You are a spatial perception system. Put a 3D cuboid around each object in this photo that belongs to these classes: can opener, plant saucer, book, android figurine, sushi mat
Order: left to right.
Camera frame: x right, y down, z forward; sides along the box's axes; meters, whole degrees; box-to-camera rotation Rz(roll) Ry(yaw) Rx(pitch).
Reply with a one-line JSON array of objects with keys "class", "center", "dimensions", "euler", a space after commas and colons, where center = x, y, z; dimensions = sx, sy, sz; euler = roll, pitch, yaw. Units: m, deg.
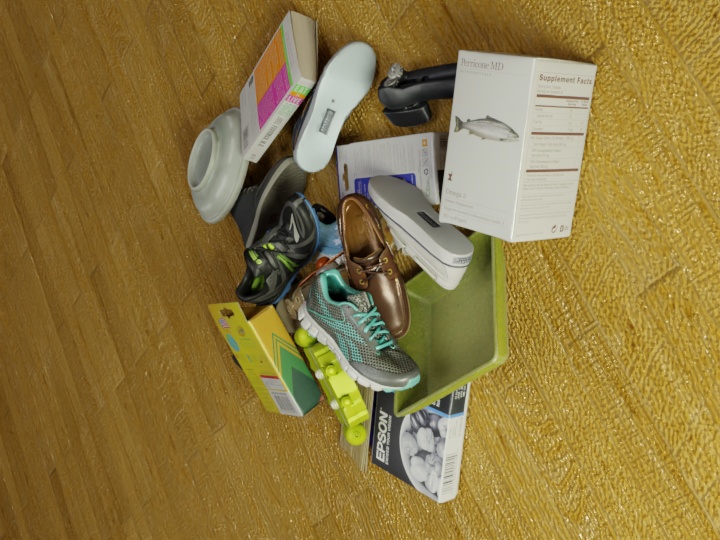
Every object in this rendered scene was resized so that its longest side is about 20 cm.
[{"class": "plant saucer", "center": [-0.248, -0.181, 1.549], "dimensions": [0.200, 0.050, 0.202], "euler": [-27, 57, 52]}, {"class": "book", "center": [-0.131, -0.278, 1.418], "dimensions": [0.200, 0.048, 0.134], "euler": [-43, 43, 45]}, {"class": "android figurine", "center": [-0.038, 0.158, 1.293], "dimensions": [0.183, 0.041, 0.200], "euler": [64, 172, -1]}, {"class": "sushi mat", "center": [-0.004, 0.191, 1.368], "dimensions": [0.096, 0.012, 0.202], "euler": [-140, 51, -60]}, {"class": "can opener", "center": [0.098, -0.241, 1.194], "dimensions": [0.199, 0.079, 0.064], "euler": [-6, 52, 46]}, {"class": "plant saucer", "center": [0.121, 0.070, 1.161], "dimensions": [0.199, 0.048, 0.201], "euler": [-38, 37, 45]}]

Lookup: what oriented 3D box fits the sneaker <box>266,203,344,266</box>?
[{"class": "sneaker", "center": [-0.067, -0.056, 1.391], "dimensions": [0.199, 0.078, 0.091], "euler": [4, 97, 42]}]

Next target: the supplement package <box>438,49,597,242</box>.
[{"class": "supplement package", "center": [0.178, -0.145, 1.059], "dimensions": [0.117, 0.117, 0.202], "euler": [20, 110, 46]}]

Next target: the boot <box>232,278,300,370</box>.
[{"class": "boot", "center": [-0.128, 0.120, 1.487], "dimensions": [0.165, 0.065, 0.201], "euler": [52, 130, 34]}]

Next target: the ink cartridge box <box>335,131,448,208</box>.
[{"class": "ink cartridge box", "center": [0.042, -0.135, 1.280], "dimensions": [0.199, 0.037, 0.096], "euler": [1, 97, 46]}]

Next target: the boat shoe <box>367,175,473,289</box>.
[{"class": "boat shoe", "center": [0.070, -0.051, 1.187], "dimensions": [0.200, 0.072, 0.066], "euler": [44, 131, 35]}]

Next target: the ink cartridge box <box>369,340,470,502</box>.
[{"class": "ink cartridge box", "center": [0.065, 0.193, 1.296], "dimensions": [0.199, 0.043, 0.200], "euler": [20, 110, 48]}]

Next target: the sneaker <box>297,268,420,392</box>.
[{"class": "sneaker", "center": [-0.001, 0.072, 1.159], "dimensions": [0.200, 0.077, 0.092], "euler": [36, 131, 28]}]

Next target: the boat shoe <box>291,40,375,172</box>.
[{"class": "boat shoe", "center": [-0.048, -0.245, 1.343], "dimensions": [0.201, 0.070, 0.091], "euler": [-61, 20, 13]}]

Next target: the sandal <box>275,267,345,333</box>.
[{"class": "sandal", "center": [-0.059, 0.032, 1.338], "dimensions": [0.211, 0.069, 0.078], "euler": [-20, 71, 26]}]

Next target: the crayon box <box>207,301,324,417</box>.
[{"class": "crayon box", "center": [-0.146, 0.124, 1.406], "dimensions": [0.127, 0.051, 0.201], "euler": [-5, 116, 59]}]

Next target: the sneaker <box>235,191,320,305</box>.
[{"class": "sneaker", "center": [-0.121, -0.023, 1.333], "dimensions": [0.071, 0.082, 0.200], "euler": [49, 124, 27]}]

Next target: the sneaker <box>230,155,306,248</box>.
[{"class": "sneaker", "center": [-0.161, -0.125, 1.484], "dimensions": [0.106, 0.074, 0.201], "euler": [54, 133, 30]}]

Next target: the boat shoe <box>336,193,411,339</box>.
[{"class": "boat shoe", "center": [0.012, -0.005, 1.201], "dimensions": [0.072, 0.068, 0.202], "euler": [-19, 83, 4]}]

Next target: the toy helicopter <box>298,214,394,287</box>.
[{"class": "toy helicopter", "center": [0.000, 0.000, 1.273], "dimensions": [0.132, 0.079, 0.201], "euler": [30, 90, 6]}]
